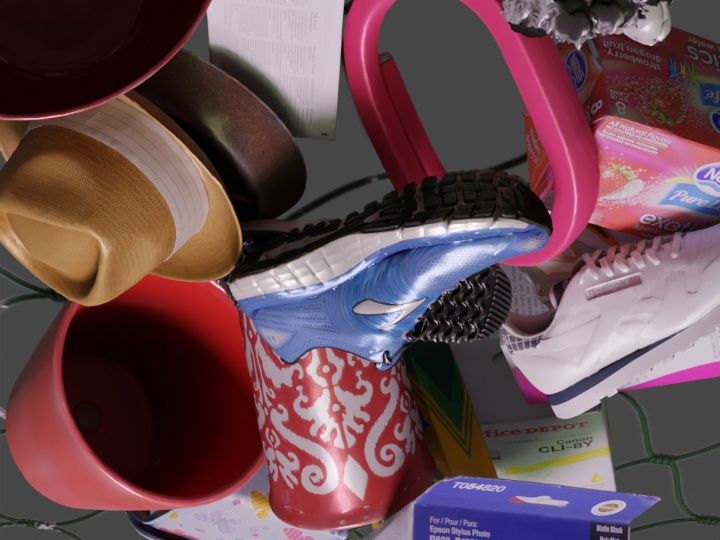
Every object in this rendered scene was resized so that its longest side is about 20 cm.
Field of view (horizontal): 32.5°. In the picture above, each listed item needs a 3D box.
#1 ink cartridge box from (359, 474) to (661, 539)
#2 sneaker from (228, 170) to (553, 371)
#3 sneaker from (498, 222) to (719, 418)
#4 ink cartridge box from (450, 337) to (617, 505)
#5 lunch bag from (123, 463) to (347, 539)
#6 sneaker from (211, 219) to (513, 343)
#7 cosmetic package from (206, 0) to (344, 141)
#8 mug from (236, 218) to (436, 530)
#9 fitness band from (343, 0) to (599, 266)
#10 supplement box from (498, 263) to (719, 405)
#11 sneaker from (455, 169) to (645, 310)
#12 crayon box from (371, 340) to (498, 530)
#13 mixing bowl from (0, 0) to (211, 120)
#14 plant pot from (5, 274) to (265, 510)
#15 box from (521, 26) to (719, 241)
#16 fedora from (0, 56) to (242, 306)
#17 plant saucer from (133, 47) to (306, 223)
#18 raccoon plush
[{"bbox_3d":[0.098,0.217,0.938,0.197,0.041,0.200,10,145,-25],"label":"ink cartridge box"},{"bbox_3d":[0.024,0.005,0.740,0.198,0.079,0.090,-18,110,21],"label":"sneaker"},{"bbox_3d":[0.178,0.015,0.787,0.199,0.076,0.081,-38,90,26],"label":"sneaker"},{"bbox_3d":[0.155,0.146,1.134,0.143,0.084,0.201,-8,144,11],"label":"ink cartridge box"},{"bbox_3d":[-0.125,0.224,1.217,0.168,0.129,0.199,24,145,-27],"label":"lunch bag"},{"bbox_3d":[0.001,0.000,0.830,0.197,0.094,0.071,6,108,-1],"label":"sneaker"},{"bbox_3d":[-0.048,-0.161,0.725,0.081,0.051,0.201,6,145,-1],"label":"cosmetic package"},{"bbox_3d":[-0.037,0.069,0.946,0.132,0.177,0.202,-22,111,-26],"label":"mug"},{"bbox_3d":[0.067,-0.094,0.747,0.143,0.037,0.202,-14,108,47],"label":"fitness band"},{"bbox_3d":[0.210,0.025,0.945,0.197,0.104,0.101,-11,145,14],"label":"supplement box"},{"bbox_3d":[0.134,-0.007,0.860,0.198,0.076,0.093,21,104,12],"label":"sneaker"},{"bbox_3d":[0.047,0.151,1.036,0.051,0.202,0.126,-3,152,-36],"label":"crayon box"},{"bbox_3d":[-0.166,-0.163,0.631,0.197,0.203,0.108,4,172,-5],"label":"mixing bowl"},{"bbox_3d":[-0.192,0.108,1.011,0.199,0.203,0.177,23,149,-30],"label":"plant pot"},{"bbox_3d":[0.212,-0.081,0.795,0.198,0.101,0.096,15,143,-19],"label":"box"},{"bbox_3d":[-0.166,-0.037,0.747,0.199,0.082,0.202,25,149,16],"label":"fedora"},{"bbox_3d":[-0.132,-0.080,0.800,0.198,0.035,0.201,17,154,9],"label":"plant saucer"},{"bbox_3d":[0.127,-0.212,0.656,0.096,0.134,0.202,0,116,27],"label":"raccoon plush"}]
